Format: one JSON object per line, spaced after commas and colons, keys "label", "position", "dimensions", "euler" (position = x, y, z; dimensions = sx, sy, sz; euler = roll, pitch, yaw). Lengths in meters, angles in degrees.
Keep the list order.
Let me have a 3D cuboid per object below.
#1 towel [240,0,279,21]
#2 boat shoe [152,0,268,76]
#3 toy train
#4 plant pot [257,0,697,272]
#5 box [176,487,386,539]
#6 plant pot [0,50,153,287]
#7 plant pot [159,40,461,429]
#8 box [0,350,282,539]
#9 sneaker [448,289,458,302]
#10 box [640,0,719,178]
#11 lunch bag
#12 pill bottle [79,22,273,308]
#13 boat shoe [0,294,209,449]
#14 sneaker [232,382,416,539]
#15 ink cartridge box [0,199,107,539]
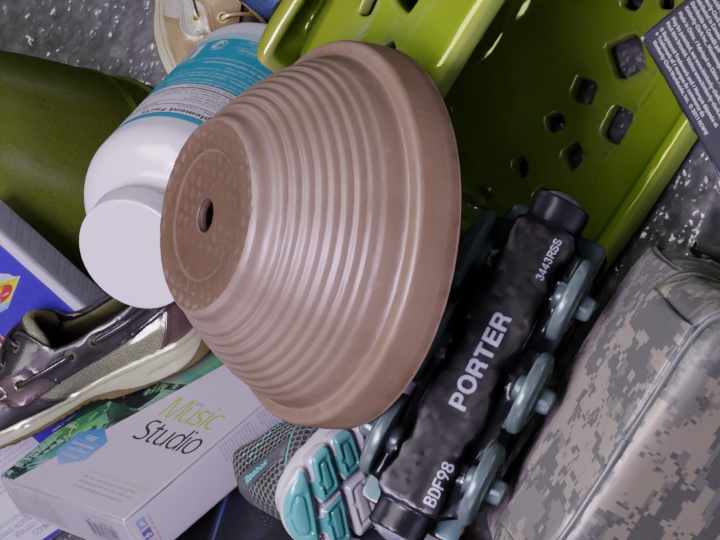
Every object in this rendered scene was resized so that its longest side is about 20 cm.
{"label": "towel", "position": [-0.065, -0.223, 1.600], "dimensions": [0.111, 0.049, 0.200], "euler": [-36, 58, -25]}
{"label": "boat shoe", "position": [-0.093, -0.168, 1.628], "dimensions": [0.066, 0.074, 0.201], "euler": [-39, 55, 28]}
{"label": "toy train", "position": [0.066, 0.055, 1.315], "dimensions": [0.085, 0.114, 0.201], "euler": [26, 85, 11]}
{"label": "plant pot", "position": [0.071, -0.132, 1.415], "dimensions": [0.200, 0.199, 0.181], "euler": [-57, 45, 10]}
{"label": "box", "position": [-0.058, 0.208, 1.434], "dimensions": [0.199, 0.086, 0.164], "euler": [11, 62, 40]}
{"label": "plant pot", "position": [-0.247, -0.061, 1.635], "dimensions": [0.199, 0.192, 0.202], "euler": [-13, 68, 34]}
{"label": "plant pot", "position": [-0.040, -0.023, 1.279], "dimensions": [0.200, 0.092, 0.203], "euler": [-19, 67, 55]}
{"label": "box", "position": [-0.100, 0.086, 1.484], "dimensions": [0.200, 0.037, 0.144], "euler": [-39, 28, -28]}
{"label": "sneaker", "position": [0.000, 0.000, 1.466], "dimensions": [0.087, 0.074, 0.200], "euler": [-45, 22, 12]}
{"label": "box", "position": [0.268, -0.127, 1.302], "dimensions": [0.200, 0.122, 0.107], "euler": [-38, 54, 21]}
{"label": "lunch bag", "position": [0.158, 0.091, 1.305], "dimensions": [0.201, 0.139, 0.168], "euler": [-58, 22, 8]}
{"label": "pill bottle", "position": [-0.091, -0.058, 1.470], "dimensions": [0.110, 0.111, 0.200], "euler": [-18, 21, 32]}
{"label": "boat shoe", "position": [-0.185, 0.052, 1.515], "dimensions": [0.200, 0.066, 0.072], "euler": [-22, 21, 11]}
{"label": "sneaker", "position": [0.007, 0.077, 1.415], "dimensions": [0.091, 0.199, 0.078], "euler": [13, 127, 48]}
{"label": "ink cartridge box", "position": [-0.230, 0.076, 1.598], "dimensions": [0.197, 0.200, 0.047], "euler": [-34, 29, 23]}
